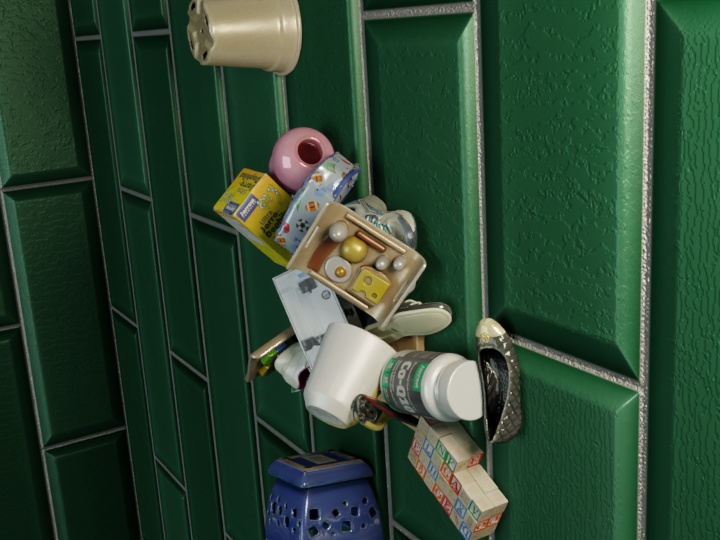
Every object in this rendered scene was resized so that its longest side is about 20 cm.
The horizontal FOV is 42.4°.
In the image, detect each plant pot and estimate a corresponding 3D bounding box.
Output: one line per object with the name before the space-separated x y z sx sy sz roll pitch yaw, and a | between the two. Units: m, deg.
plant pot | -0.245 -0.490 1.887 0.200 0.183 0.201 30 126 53
plant pot | -0.083 0.484 1.960 0.200 0.199 0.180 0 93 60

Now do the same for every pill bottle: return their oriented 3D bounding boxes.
pill bottle | 0.128 0.192 1.555 0.200 0.113 0.113 -4 97 60

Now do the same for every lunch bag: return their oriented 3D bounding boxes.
lunch bag | -0.076 -0.127 1.728 0.075 0.160 0.200 36 108 1

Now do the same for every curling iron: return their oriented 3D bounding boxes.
curling iron | 0.053 0.258 1.641 0.026 0.200 0.050 2 75 43

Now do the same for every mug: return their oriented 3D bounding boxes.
mug | -0.010 0.205 1.658 0.186 0.153 0.149 30 158 -3

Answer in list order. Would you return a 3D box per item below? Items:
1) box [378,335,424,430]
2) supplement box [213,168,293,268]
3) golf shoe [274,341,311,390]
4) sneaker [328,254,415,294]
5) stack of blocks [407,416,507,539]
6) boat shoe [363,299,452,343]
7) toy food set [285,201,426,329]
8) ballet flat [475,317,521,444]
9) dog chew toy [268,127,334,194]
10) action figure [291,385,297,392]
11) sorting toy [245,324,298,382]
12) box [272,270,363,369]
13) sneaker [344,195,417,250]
box | 0.069 0.184 1.749 0.163 0.021 0.201 25 122 55
supplement box | -0.179 -0.100 1.888 0.200 0.110 0.109 42 168 -32
golf shoe | -0.080 0.160 1.881 0.200 0.075 0.092 -43 57 11
sneaker | 0.000 0.000 1.664 0.200 0.073 0.071 30 139 3
stack of blocks | 0.167 0.349 1.599 0.200 0.058 0.115 52 141 39
boat shoe | 0.083 0.077 1.631 0.200 0.072 0.068 -16 45 48
toy food set | -0.008 -0.008 1.583 0.200 0.060 0.144 33 109 0
ballet flat | 0.213 0.173 1.447 0.066 0.057 0.201 -5 98 45
dog chew toy | -0.127 -0.208 1.860 0.200 0.124 0.125 150 106 -68
action figure | -0.056 0.189 1.916 0.200 0.055 0.118 -25 38 47
sorting toy | -0.157 0.161 1.949 0.037 0.185 0.200 51 159 9
box | -0.075 0.081 1.801 0.116 0.060 0.200 -23 88 21
sneaker | 0.027 -0.074 1.660 0.200 0.086 0.078 30 127 54
